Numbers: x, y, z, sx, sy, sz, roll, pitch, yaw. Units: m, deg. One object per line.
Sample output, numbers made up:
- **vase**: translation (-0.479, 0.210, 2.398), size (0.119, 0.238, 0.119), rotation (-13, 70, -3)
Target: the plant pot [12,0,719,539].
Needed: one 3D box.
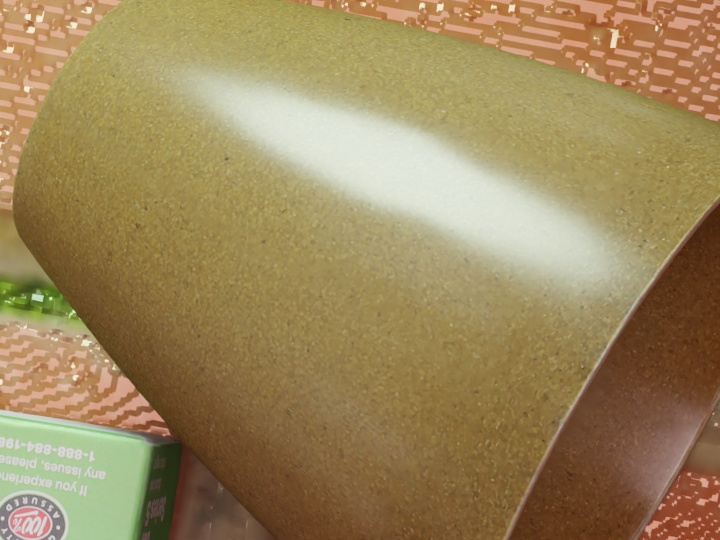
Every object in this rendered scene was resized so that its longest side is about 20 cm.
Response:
- **plant pot**: translation (0.000, 0.000, 0.862), size (0.199, 0.186, 0.187), rotation (30, 89, 16)

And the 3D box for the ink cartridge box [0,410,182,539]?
- **ink cartridge box**: translation (-0.144, 0.141, 0.895), size (0.144, 0.084, 0.202), rotation (8, 87, 3)
